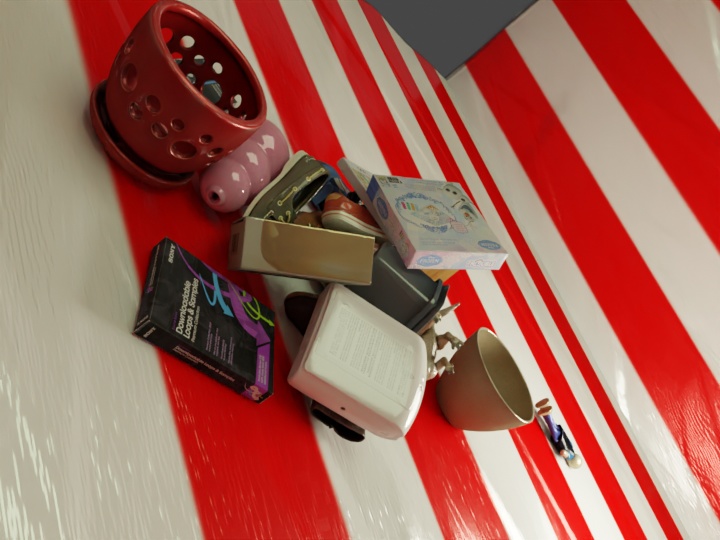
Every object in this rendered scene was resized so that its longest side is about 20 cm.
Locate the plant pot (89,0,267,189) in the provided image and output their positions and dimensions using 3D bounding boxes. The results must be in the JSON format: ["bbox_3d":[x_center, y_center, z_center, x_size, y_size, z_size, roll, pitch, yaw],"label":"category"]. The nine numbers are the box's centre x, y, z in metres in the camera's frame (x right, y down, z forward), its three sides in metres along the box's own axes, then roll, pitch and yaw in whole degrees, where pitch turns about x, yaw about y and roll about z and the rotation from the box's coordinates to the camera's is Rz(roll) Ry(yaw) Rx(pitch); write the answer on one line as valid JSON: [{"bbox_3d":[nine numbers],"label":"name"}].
[{"bbox_3d":[-0.255,-0.226,0.886,0.200,0.181,0.203,43,27,-27],"label":"plant pot"}]

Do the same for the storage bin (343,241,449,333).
[{"bbox_3d":[0.037,0.055,1.102,0.134,0.200,0.146,43,26,-3],"label":"storage bin"}]

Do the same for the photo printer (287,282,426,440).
[{"bbox_3d":[0.007,0.135,0.938,0.197,0.069,0.169,32,50,-15],"label":"photo printer"}]

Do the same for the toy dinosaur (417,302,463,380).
[{"bbox_3d":[0.100,0.138,1.120,0.084,0.135,0.205,27,73,-20],"label":"toy dinosaur"}]

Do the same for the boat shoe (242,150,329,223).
[{"bbox_3d":[-0.122,-0.102,1.017,0.059,0.073,0.204,29,64,13],"label":"boat shoe"}]

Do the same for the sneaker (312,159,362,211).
[{"bbox_3d":[-0.058,-0.142,1.294,0.199,0.073,0.084,38,32,-33],"label":"sneaker"}]

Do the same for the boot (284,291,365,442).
[{"bbox_3d":[-0.050,0.139,0.970,0.199,0.072,0.168,40,35,-16],"label":"boot"}]

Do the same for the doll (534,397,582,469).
[{"bbox_3d":[0.530,0.445,1.722,0.203,0.048,0.137,59,14,-12],"label":"doll"}]

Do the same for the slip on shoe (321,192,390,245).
[{"bbox_3d":[0.003,-0.085,1.187,0.198,0.073,0.063,25,58,-46],"label":"slip on shoe"}]

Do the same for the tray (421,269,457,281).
[{"bbox_3d":[0.099,0.017,1.216,0.037,0.198,0.099,54,3,39],"label":"tray"}]

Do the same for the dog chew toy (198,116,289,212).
[{"bbox_3d":[-0.187,-0.160,1.019,0.125,0.123,0.202,48,33,-16],"label":"dog chew toy"}]

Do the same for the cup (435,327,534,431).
[{"bbox_3d":[0.234,0.238,1.297,0.200,0.142,0.203,42,28,-29],"label":"cup"}]

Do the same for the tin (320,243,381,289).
[{"bbox_3d":[0.000,0.000,1.174,0.042,0.112,0.198,52,21,26],"label":"tin"}]

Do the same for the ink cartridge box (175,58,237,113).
[{"bbox_3d":[-0.279,-0.316,1.125,0.100,0.039,0.200,54,24,-6],"label":"ink cartridge box"}]

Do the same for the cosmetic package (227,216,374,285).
[{"bbox_3d":[-0.087,-0.025,0.944,0.195,0.105,0.073,8,86,-24],"label":"cosmetic package"}]

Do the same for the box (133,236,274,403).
[{"bbox_3d":[-0.190,0.065,0.835,0.199,0.036,0.145,38,31,-34],"label":"box"}]

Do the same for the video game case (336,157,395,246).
[{"bbox_3d":[0.051,-0.119,1.248,0.202,0.023,0.181,57,18,20],"label":"video game case"}]

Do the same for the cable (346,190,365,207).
[{"bbox_3d":[0.017,-0.066,1.296,0.199,0.050,0.167,35,58,-41],"label":"cable"}]

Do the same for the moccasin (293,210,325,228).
[{"bbox_3d":[-0.097,-0.054,1.123,0.078,0.073,0.201,49,14,5],"label":"moccasin"}]

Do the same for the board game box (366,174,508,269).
[{"bbox_3d":[0.132,-0.085,1.140,0.195,0.044,0.201,1,43,-29],"label":"board game box"}]
